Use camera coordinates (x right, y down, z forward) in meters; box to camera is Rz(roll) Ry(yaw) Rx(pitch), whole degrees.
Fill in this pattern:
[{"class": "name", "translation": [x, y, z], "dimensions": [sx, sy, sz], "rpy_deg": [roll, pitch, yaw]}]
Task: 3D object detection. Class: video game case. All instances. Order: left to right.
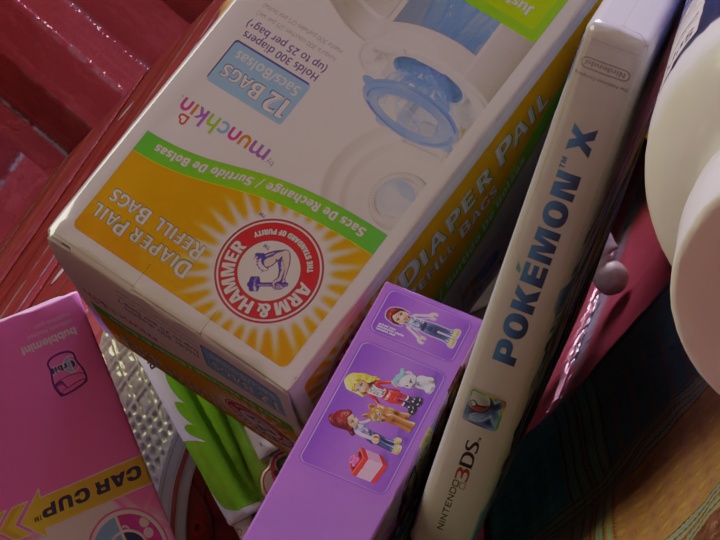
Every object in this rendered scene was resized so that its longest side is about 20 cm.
[{"class": "video game case", "translation": [0.073, -0.028, 0.806], "dimensions": [0.200, 0.022, 0.183], "rpy_deg": [-57, -14, -62]}]

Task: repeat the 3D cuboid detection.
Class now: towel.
[{"class": "towel", "translation": [0.087, 0.062, 0.761], "dimensions": [0.147, 0.022, 0.200], "rpy_deg": [-48, 11, 16]}]

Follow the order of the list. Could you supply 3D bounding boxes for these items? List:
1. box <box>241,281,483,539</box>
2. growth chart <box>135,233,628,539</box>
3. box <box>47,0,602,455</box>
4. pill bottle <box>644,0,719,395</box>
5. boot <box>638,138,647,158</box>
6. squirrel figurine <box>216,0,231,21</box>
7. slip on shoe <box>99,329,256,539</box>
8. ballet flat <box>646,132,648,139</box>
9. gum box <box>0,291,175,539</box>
[{"class": "box", "translation": [-0.021, 0.120, 0.792], "dimensions": [0.137, 0.039, 0.200], "rpy_deg": [98, -163, -52]}, {"class": "growth chart", "translation": [0.000, 0.000, 0.954], "dimensions": [0.200, 0.145, 0.018], "rpy_deg": [-36, -10, 0]}, {"class": "box", "translation": [-0.001, -0.042, 0.883], "dimensions": [0.200, 0.112, 0.101], "rpy_deg": [-52, -21, -13]}, {"class": "pill bottle", "translation": [0.138, -0.045, 0.675], "dimensions": [0.111, 0.111, 0.200], "rpy_deg": [-43, 13, 33]}, {"class": "boot", "translation": [0.082, -0.066, 1.089], "dimensions": [0.139, 0.077, 0.200], "rpy_deg": [-59, 9, -8]}, {"class": "squirrel figurine", "translation": [0.022, -0.095, 1.336], "dimensions": [0.186, 0.141, 0.200], "rpy_deg": [-29, 36, 36]}, {"class": "slip on shoe", "translation": [-0.070, 0.074, 1.021], "dimensions": [0.074, 0.061, 0.201], "rpy_deg": [16, 106, 49]}, {"class": "ballet flat", "translation": [0.178, -0.116, 0.914], "dimensions": [0.200, 0.067, 0.067], "rpy_deg": [-50, 32, 16]}, {"class": "gum box", "translation": [-0.143, 0.084, 0.965], "dimensions": [0.066, 0.114, 0.200], "rpy_deg": [-22, 0, -23]}]
